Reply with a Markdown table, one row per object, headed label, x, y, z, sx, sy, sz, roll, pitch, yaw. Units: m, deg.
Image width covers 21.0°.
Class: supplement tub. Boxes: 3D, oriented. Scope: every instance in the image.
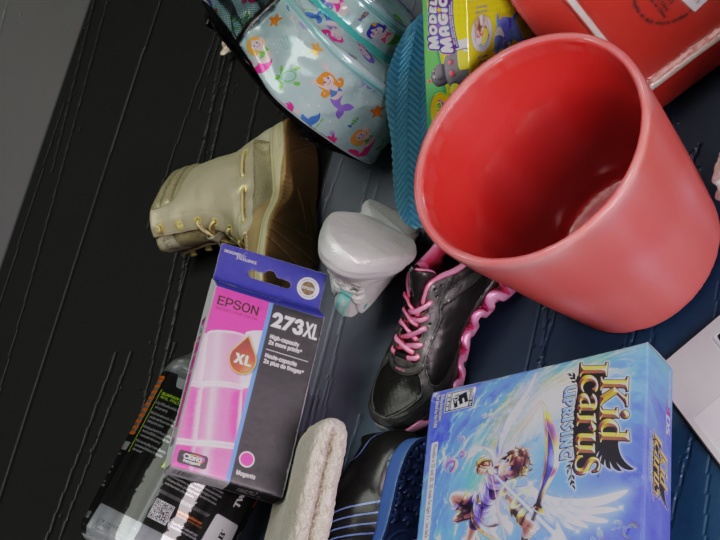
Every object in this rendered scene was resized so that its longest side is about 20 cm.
| label | x | y | z | sx | sy | sz | roll | pitch | yaw |
| --- | --- | --- | --- | --- | --- | --- | --- | --- | --- |
| supplement tub | -0.136 | 0.158 | 1.617 | 0.122 | 0.123 | 0.200 | 18 | 75 | 43 |

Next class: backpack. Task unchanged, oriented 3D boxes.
| label | x | y | z | sx | sy | sz | roll | pitch | yaw |
| --- | --- | --- | --- | --- | --- | --- | --- | --- | --- |
| backpack | -0.029 | -0.196 | 1.723 | 0.151 | 0.177 | 0.200 | -42 | 49 | 16 |

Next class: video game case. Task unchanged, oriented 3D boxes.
| label | x | y | z | sx | sy | sz | roll | pitch | yaw |
| --- | --- | --- | --- | --- | --- | --- | --- | --- | --- |
| video game case | 0.128 | 0.161 | 1.371 | 0.181 | 0.045 | 0.200 | -15 | 51 | 29 |

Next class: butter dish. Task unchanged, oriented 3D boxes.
| label | x | y | z | sx | sy | sz | roll | pitch | yaw |
| --- | --- | --- | --- | --- | --- | --- | --- | --- | --- |
| butter dish | 0.223 | -0.254 | 1.558 | 0.199 | 0.200 | 0.148 | -36 | 35 | 14 |

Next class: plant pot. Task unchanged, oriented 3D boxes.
| label | x | y | z | sx | sy | sz | roll | pitch | yaw |
| --- | --- | --- | --- | --- | --- | --- | --- | --- | --- |
| plant pot | 0.170 | -0.051 | 1.468 | 0.200 | 0.177 | 0.201 | -21 | 52 | 29 |

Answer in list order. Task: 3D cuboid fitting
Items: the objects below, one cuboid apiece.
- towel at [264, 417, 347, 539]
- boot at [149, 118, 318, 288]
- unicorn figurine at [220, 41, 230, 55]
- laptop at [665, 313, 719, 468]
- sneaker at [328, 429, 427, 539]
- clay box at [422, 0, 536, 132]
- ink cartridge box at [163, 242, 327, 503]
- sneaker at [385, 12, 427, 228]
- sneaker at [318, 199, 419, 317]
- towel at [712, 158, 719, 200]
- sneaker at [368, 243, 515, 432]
| label | x | y | z | sx | sy | sz | roll | pitch | yaw |
| --- | --- | --- | --- | --- | --- | --- | --- | --- | --- |
| towel | -0.051 | 0.217 | 1.518 | 0.133 | 0.034 | 0.200 | 140 | 144 | -72 |
| boot | -0.119 | -0.033 | 1.760 | 0.155 | 0.073 | 0.200 | -19 | 51 | 28 |
| unicorn figurine | -0.089 | -0.315 | 1.914 | 0.200 | 0.074 | 0.137 | -39 | 35 | 20 |
| laptop | 0.299 | 0.047 | 1.350 | 0.200 | 0.116 | 0.187 | -41 | 45 | 10 |
| sneaker | 0.001 | 0.218 | 1.517 | 0.078 | 0.070 | 0.200 | 3 | 63 | 52 |
| clay box | 0.097 | -0.172 | 1.551 | 0.048 | 0.115 | 0.200 | 8 | 107 | 33 |
| ink cartridge box | -0.088 | 0.079 | 1.562 | 0.037 | 0.095 | 0.200 | 135 | 150 | -66 |
| sneaker | 0.074 | -0.127 | 1.636 | 0.076 | 0.081 | 0.200 | -12 | 72 | 49 |
| sneaker | 0.000 | 0.000 | 1.593 | 0.075 | 0.200 | 0.089 | 30 | 102 | 7 |
| towel | 0.295 | -0.128 | 1.410 | 0.034 | 0.200 | 0.133 | 21 | 76 | 12 |
| sneaker | 0.055 | 0.035 | 1.566 | 0.079 | 0.095 | 0.200 | 22 | 79 | 41 |
